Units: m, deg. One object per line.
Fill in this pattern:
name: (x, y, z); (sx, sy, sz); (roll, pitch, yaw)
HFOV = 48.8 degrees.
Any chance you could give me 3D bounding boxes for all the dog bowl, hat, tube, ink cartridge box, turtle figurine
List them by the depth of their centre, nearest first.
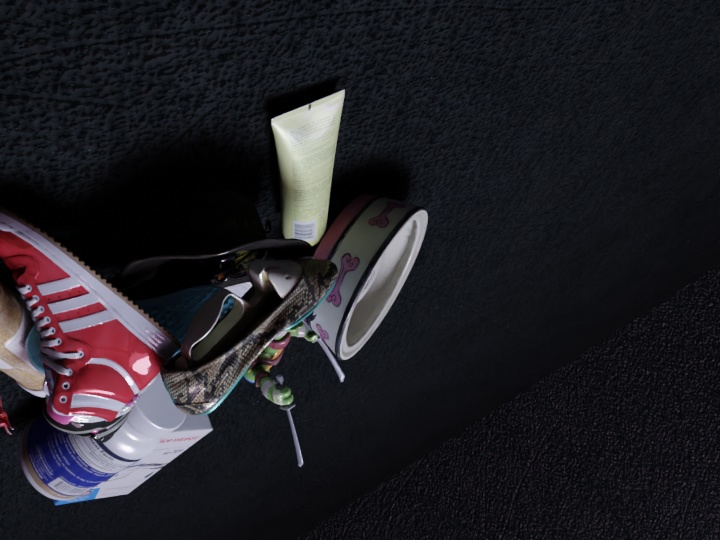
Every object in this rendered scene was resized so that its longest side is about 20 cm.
hat: (-0.143, -0.033, 0.757); (0.197, 0.083, 0.201); (-11, 171, -2)
tube: (-0.054, -0.099, 0.793); (0.051, 0.059, 0.201); (17, 150, 5)
dog bowl: (0.000, 0.000, 0.934); (0.201, 0.073, 0.201); (-55, 166, -21)
turtle figurine: (-0.081, 0.104, 1.042); (0.143, 0.200, 0.195); (-32, 155, -36)
ink cartridge box: (-0.335, 0.244, 1.135); (0.199, 0.087, 0.146); (-36, 157, 21)

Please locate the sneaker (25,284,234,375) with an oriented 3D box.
sneaker: (-0.217, 0.071, 0.784); (0.196, 0.081, 0.131); (-7, 170, -11)

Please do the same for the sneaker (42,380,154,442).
sneaker: (-0.273, 0.139, 0.808); (0.088, 0.073, 0.200); (-53, -179, 5)

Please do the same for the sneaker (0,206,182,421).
sneaker: (-0.256, 0.045, 0.657); (0.113, 0.200, 0.071); (-52, -157, -13)

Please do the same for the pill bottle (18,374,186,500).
pill bottle: (-0.317, 0.194, 0.982); (0.198, 0.117, 0.115); (-31, 159, 21)

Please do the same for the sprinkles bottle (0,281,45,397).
sprinkles bottle: (-0.335, 0.064, 0.764); (0.067, 0.069, 0.201); (-25, 157, -9)

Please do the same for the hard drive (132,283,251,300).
hard drive: (-0.220, 0.049, 0.916); (0.197, 0.038, 0.140); (-15, 154, -34)

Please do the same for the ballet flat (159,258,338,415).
ballet flat: (-0.099, 0.039, 0.710); (0.200, 0.067, 0.076); (-45, 129, -23)

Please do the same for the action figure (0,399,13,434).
action figure: (-0.423, 0.163, 0.840); (0.064, 0.100, 0.201); (-12, 150, -38)
